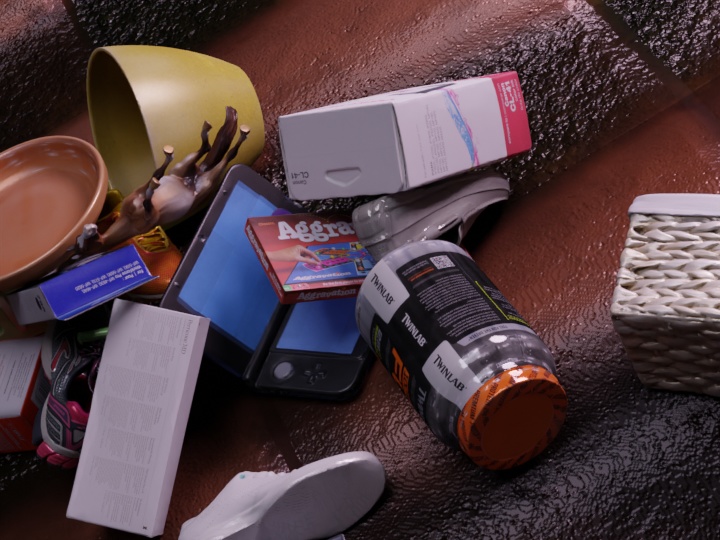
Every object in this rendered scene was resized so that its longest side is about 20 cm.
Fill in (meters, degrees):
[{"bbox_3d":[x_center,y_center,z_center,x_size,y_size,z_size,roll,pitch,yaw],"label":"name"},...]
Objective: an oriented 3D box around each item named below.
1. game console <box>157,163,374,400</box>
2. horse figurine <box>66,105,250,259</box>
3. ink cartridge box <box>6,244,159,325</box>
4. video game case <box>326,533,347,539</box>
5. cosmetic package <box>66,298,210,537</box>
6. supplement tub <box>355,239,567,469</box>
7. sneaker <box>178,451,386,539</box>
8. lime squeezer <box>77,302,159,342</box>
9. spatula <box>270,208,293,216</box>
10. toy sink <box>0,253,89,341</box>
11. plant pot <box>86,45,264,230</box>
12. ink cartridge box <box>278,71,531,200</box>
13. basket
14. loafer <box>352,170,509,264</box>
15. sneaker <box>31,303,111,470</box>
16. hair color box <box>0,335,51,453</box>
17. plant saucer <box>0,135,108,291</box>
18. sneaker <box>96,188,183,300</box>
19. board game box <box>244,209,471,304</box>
[{"bbox_3d":[-0.064,0.006,1.628,0.170,0.118,0.200,3,53,30],"label":"game console"},{"bbox_3d":[-0.176,-0.082,1.627,0.050,0.133,0.200,44,45,7],"label":"horse figurine"},{"bbox_3d":[-0.261,0.014,1.605,0.099,0.039,0.200,-25,7,-23],"label":"ink cartridge box"},{"bbox_3d":[-0.052,0.323,1.409,0.143,0.019,0.200,-25,45,5],"label":"video game case"},{"bbox_3d":[-0.198,0.132,1.553,0.082,0.051,0.200,12,87,10],"label":"cosmetic package"},{"bbox_3d":[0.087,0.072,1.486,0.122,0.123,0.200,-34,43,-4],"label":"supplement tub"},{"bbox_3d":[-0.075,0.198,1.501,0.200,0.075,0.089,-27,32,4],"label":"sneaker"},{"bbox_3d":[-0.201,0.031,1.705,0.071,0.038,0.200,35,34,3],"label":"lime squeezer"},{"bbox_3d":[0.000,0.000,1.614,0.200,0.021,0.057,22,55,11],"label":"spatula"},{"bbox_3d":[-0.366,0.007,1.777,0.200,0.130,0.112,-21,45,7],"label":"toy sink"},{"bbox_3d":[-0.184,-0.148,1.802,0.142,0.200,0.200,-16,39,-23],"label":"plant pot"},{"bbox_3d":[0.044,-0.127,1.626,0.147,0.086,0.200,-4,9,40],"label":"ink cartridge box"},{"bbox_3d":[0.314,0.026,1.405,0.200,0.136,0.124,5,58,30],"label":"basket"},{"bbox_3d":[0.071,-0.047,1.605,0.200,0.070,0.070,-19,0,-43],"label":"loafer"},{"bbox_3d":[-0.261,0.096,1.659,0.075,0.080,0.200,-55,27,38],"label":"sneaker"},{"bbox_3d":[-0.399,0.131,1.731,0.200,0.061,0.102,-7,48,21],"label":"hair color box"},{"bbox_3d":[-0.331,-0.049,1.684,0.200,0.037,0.200,-17,42,16],"label":"plant saucer"},{"bbox_3d":[-0.223,-0.025,1.711,0.073,0.077,0.200,-18,31,-31],"label":"sneaker"},{"bbox_3d":[0.002,-0.018,1.601,0.200,0.019,0.103,-6,43,-26],"label":"board game box"}]
